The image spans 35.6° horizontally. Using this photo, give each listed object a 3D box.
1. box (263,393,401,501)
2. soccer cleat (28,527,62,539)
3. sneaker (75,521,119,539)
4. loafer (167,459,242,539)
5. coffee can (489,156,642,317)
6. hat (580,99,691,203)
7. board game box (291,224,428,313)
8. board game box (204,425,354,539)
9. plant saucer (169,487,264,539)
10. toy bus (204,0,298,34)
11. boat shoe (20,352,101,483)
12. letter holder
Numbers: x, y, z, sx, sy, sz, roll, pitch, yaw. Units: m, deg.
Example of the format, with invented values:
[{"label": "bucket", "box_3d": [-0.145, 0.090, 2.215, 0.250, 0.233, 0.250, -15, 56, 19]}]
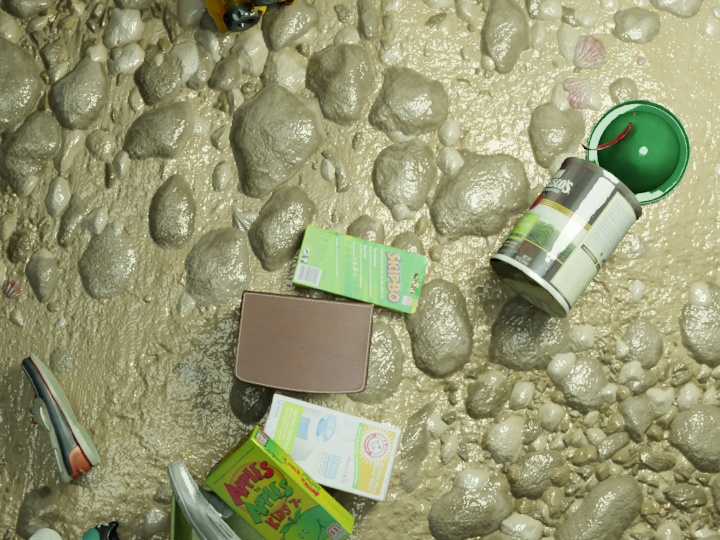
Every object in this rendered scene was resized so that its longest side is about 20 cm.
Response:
[{"label": "box", "box_3d": [-0.047, 0.264, 1.675, 0.199, 0.101, 0.113, 16, 81, 1]}, {"label": "soccer cleat", "box_3d": [-0.470, 0.479, 1.636, 0.069, 0.086, 0.202, -2, 81, -2]}, {"label": "sneaker", "box_3d": [-0.343, 0.463, 1.650, 0.080, 0.071, 0.201, -35, 81, -2]}, {"label": "loafer", "box_3d": [-0.213, 0.357, 1.628, 0.070, 0.070, 0.201, -31, 90, -11]}, {"label": "coffee can", "box_3d": [0.314, -0.050, 1.715, 0.146, 0.146, 0.200, 37, 82, 5]}, {"label": "hat", "box_3d": [0.442, -0.196, 1.726, 0.165, 0.176, 0.200, 38, 82, 5]}, {"label": "board game box", "box_3d": [0.000, 0.000, 1.759, 0.199, 0.030, 0.096, 15, 81, 4]}, {"label": "board game box", "box_3d": [-0.115, 0.329, 1.605, 0.200, 0.048, 0.102, 45, 106, -7]}, {"label": "plant saucer", "box_3d": [-0.183, 0.426, 1.672, 0.198, 0.048, 0.202, 1, 80, -1]}, {"label": "toy bus", "box_3d": [-0.135, -0.477, 1.783, 0.191, 0.200, 0.136, -17, 80, -40]}, {"label": "boat shoe", "box_3d": [-0.465, 0.221, 1.691, 0.062, 0.071, 0.201, -30, 87, -3]}, {"label": "letter holder", "box_3d": [-0.084, 0.115, 1.702, 0.198, 0.101, 0.143, 6, 82, 0]}]
